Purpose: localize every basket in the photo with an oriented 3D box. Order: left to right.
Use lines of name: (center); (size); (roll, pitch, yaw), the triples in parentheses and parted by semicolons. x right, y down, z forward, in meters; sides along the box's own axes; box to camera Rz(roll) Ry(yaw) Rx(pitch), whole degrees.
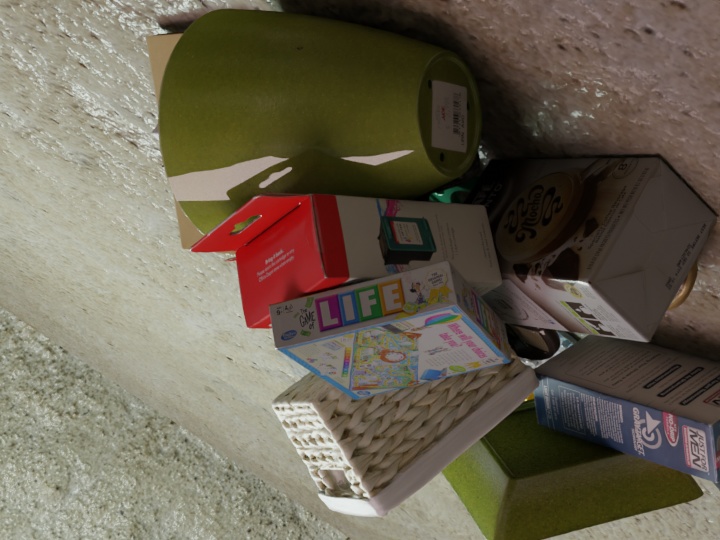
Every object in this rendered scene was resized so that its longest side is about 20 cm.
basket: (0.036, 0.113, 1.509); (0.123, 0.200, 0.136); (56, 159, -8)

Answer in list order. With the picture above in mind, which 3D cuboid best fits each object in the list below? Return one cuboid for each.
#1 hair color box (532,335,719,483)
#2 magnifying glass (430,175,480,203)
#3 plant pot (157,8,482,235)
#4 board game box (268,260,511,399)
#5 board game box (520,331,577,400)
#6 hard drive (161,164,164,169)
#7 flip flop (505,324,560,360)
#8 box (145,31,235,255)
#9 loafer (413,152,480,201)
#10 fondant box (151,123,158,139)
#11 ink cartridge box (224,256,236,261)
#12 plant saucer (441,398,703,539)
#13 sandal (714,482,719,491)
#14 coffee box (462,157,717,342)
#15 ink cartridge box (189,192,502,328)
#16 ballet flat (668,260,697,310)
hair color box: (0.259, 0.117, 1.484); (0.200, 0.100, 0.061); (15, 124, 46)
magnifying glass: (0.059, -0.079, 1.446); (0.200, 0.022, 0.080); (32, 161, 9)
plant pot: (-0.016, -0.113, 1.265); (0.200, 0.187, 0.187); (-1, 147, 34)
board game box: (0.028, 0.049, 1.253); (0.134, 0.034, 0.200); (-14, 162, 12)
board game box: (0.166, 0.086, 1.718); (0.200, 0.026, 0.200); (36, 164, -14)
hard drive: (-0.108, -0.053, 1.801); (0.140, 0.038, 0.200); (16, 158, 45)
flip flop: (0.123, 0.019, 1.562); (0.081, 0.058, 0.200); (58, 169, -32)
box: (-0.129, -0.112, 1.479); (0.163, 0.021, 0.200); (7, 110, 55)
loafer: (0.037, -0.069, 1.388); (0.200, 0.073, 0.072); (-5, 119, 57)
fondant box: (-0.086, -0.091, 1.616); (0.200, 0.058, 0.144); (43, 160, -30)
ink cartridge box: (0.000, 0.000, 1.394); (0.160, 0.047, 0.200); (-13, 172, 19)
plant saucer: (0.182, 0.166, 1.536); (0.200, 0.200, 0.048); (-128, 27, -65)
sandal: (0.355, 0.174, 1.617); (0.200, 0.043, 0.076); (44, 155, -5)
coffee box: (0.156, -0.020, 1.280); (0.080, 0.113, 0.200); (41, 161, -28)
ink cartridge box: (-0.011, -0.004, 1.239); (0.200, 0.067, 0.116); (2, 158, -34)
ballet flat: (0.224, 0.002, 1.340); (0.063, 0.069, 0.200); (9, 176, -23)
